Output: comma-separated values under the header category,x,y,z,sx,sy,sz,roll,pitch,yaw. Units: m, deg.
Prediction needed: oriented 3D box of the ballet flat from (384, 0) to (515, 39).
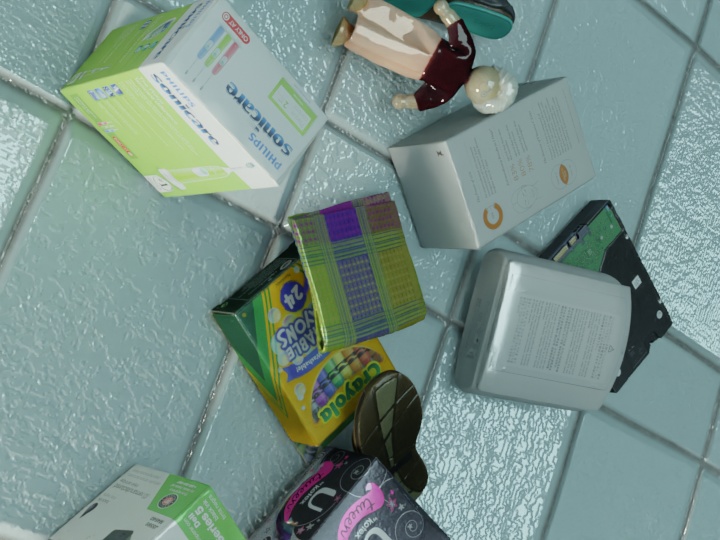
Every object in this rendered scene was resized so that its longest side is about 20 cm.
category,x,y,z,sx,sy,sz,roll,pitch,yaw
ballet flat,0.080,-0.305,1.345,0.200,0.073,0.073,10,85,-30

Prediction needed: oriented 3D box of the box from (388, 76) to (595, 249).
category,x,y,z,sx,sy,sz,roll,pitch,yaw
box,0.149,-0.120,1.374,0.200,0.097,0.125,-30,109,-33

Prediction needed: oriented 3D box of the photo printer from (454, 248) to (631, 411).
category,x,y,z,sx,sy,sz,roll,pitch,yaw
photo printer,0.217,0.073,1.420,0.200,0.069,0.167,11,94,-26

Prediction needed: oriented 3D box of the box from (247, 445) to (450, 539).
category,x,y,z,sx,sy,sz,roll,pitch,yaw
box,-0.032,0.292,1.221,0.200,0.115,0.132,-48,111,-22

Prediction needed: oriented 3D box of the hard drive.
category,x,y,z,sx,sy,sz,roll,pitch,yaw
hard drive,0.298,0.032,1.527,0.140,0.038,0.200,-45,117,-27

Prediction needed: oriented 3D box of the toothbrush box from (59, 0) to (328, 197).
category,x,y,z,sx,sy,sz,roll,pitch,yaw
toothbrush box,-0.149,-0.145,1.087,0.146,0.200,0.086,47,65,-27

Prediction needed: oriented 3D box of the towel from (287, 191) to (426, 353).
category,x,y,z,sx,sy,sz,roll,pitch,yaw
towel,0.000,0.000,1.261,0.200,0.023,0.144,-18,93,-57

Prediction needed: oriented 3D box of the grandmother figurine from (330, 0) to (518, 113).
category,x,y,z,sx,sy,sz,roll,pitch,yaw
grandmother figurine,0.071,-0.218,1.292,0.200,0.061,0.121,23,121,-10

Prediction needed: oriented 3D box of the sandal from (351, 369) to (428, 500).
category,x,y,z,sx,sy,sz,roll,pitch,yaw
sandal,0.026,0.178,1.299,0.082,0.055,0.200,-36,138,-19

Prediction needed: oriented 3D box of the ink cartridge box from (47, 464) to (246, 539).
category,x,y,z,sx,sy,sz,roll,pitch,yaw
ink cartridge box,-0.216,0.271,1.079,0.200,0.145,0.084,-41,114,-30

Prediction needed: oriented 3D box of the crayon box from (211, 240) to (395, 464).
category,x,y,z,sx,sy,sz,roll,pitch,yaw
crayon box,-0.047,0.085,1.261,0.126,0.052,0.200,-42,115,-29
